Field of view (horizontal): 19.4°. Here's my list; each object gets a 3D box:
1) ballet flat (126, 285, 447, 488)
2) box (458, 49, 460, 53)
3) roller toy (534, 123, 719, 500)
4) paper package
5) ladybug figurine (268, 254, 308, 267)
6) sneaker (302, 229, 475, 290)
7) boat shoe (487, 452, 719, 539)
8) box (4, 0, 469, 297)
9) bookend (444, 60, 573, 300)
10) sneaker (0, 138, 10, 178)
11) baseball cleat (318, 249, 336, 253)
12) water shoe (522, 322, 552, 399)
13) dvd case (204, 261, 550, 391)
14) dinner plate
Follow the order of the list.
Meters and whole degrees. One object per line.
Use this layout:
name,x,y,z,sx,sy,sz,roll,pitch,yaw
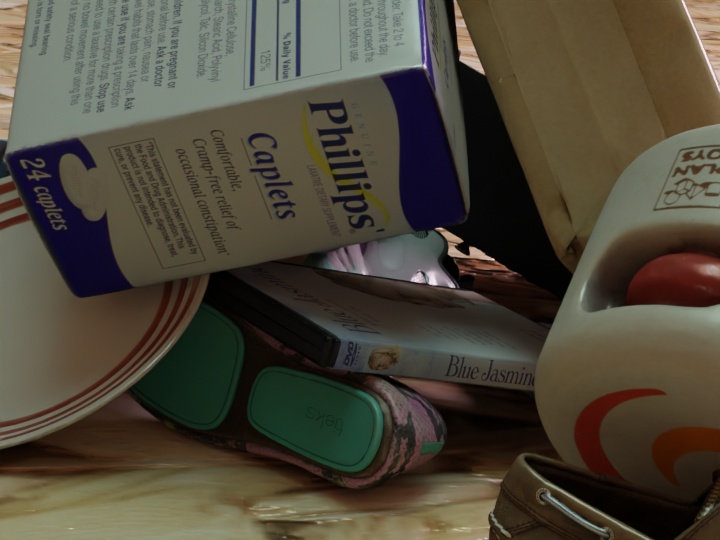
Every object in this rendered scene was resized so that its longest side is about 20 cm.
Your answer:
ballet flat,-0.043,0.058,1.029,0.200,0.069,0.071,19,2,36
box,-0.003,-0.092,1.486,0.106,0.122,0.200,8,15,13
roller toy,0.178,0.030,0.898,0.182,0.140,0.200,24,-27,4
paper package,0.128,-0.091,1.085,0.103,0.191,0.200,-22,-12,9
ladybug figurine,-0.110,-0.028,1.127,0.200,0.136,0.072,-27,-29,17
sneaker,0.000,0.000,1.249,0.140,0.078,0.200,0,25,-25
boat shoe,0.146,0.118,0.833,0.200,0.072,0.072,8,15,12
box,-0.055,-0.098,1.026,0.200,0.105,0.184,-11,44,9
bookend,0.121,-0.028,1.311,0.199,0.092,0.200,31,-2,10
sneaker,-0.179,-0.039,1.350,0.200,0.077,0.085,11,4,-10
baseball cleat,-0.022,-0.069,1.227,0.070,0.106,0.200,38,45,-16
water shoe,0.154,0.043,1.109,0.071,0.079,0.200,-6,18,-39
dvd case,0.022,0.027,1.058,0.200,0.018,0.143,8,13,-38
dinner plate,-0.166,0.020,1.038,0.200,0.024,0.200,-10,42,9
